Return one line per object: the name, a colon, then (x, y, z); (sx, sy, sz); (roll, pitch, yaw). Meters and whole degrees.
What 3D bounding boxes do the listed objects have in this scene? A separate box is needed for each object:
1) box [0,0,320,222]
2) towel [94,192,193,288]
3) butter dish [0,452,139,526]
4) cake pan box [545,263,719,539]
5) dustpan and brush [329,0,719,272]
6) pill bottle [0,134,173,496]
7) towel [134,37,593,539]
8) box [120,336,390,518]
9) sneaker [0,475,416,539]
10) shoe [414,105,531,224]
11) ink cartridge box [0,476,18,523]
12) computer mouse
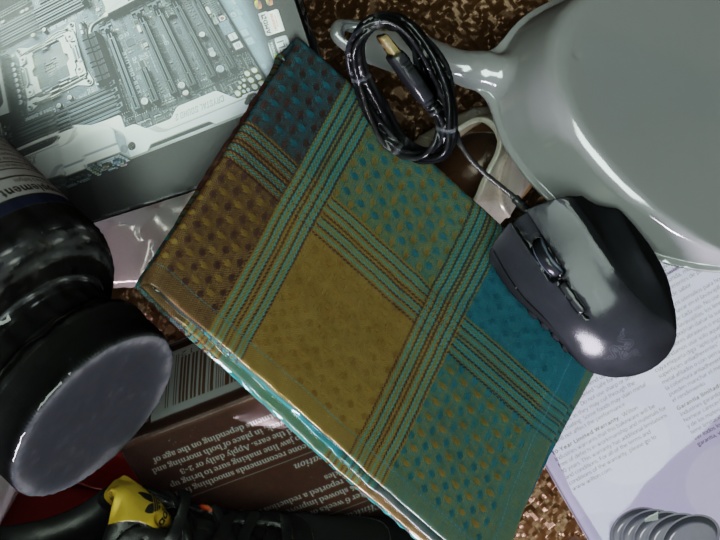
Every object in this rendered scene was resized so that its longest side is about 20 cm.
box: (-0.111, -0.129, 1.191); (0.157, 0.050, 0.201); (-17, 101, 4)
towel: (-0.150, -0.089, 1.241); (0.190, 0.032, 0.201); (-3, 102, 2)
butter dish: (-0.170, 0.183, 1.242); (0.199, 0.148, 0.200); (5, 103, -1)
cake pan box: (0.175, 0.050, 1.259); (0.200, 0.052, 0.184); (-31, 102, 7)
dustpan and brush: (0.086, -0.082, 1.201); (0.199, 0.057, 0.140); (18, 65, -20)
pill bottle: (-0.173, -0.004, 1.128); (0.200, 0.112, 0.112); (43, 101, 23)
towel: (0.010, 0.018, 1.159); (0.200, 0.022, 0.147); (42, 56, -19)
box: (-0.020, 0.115, 1.230); (0.100, 0.075, 0.200); (-21, 119, 11)
sneaker: (-0.071, 0.124, 1.142); (0.199, 0.070, 0.090); (-11, 124, -3)
shoe: (0.000, 0.000, 1.242); (0.070, 0.053, 0.200); (44, 98, 3)
ink cartridge box: (-0.250, 0.064, 1.181); (0.199, 0.145, 0.084); (21, 135, 6)
computer mouse: (0.063, -0.028, 1.159); (0.059, 0.034, 0.200); (-37, 106, 25)
